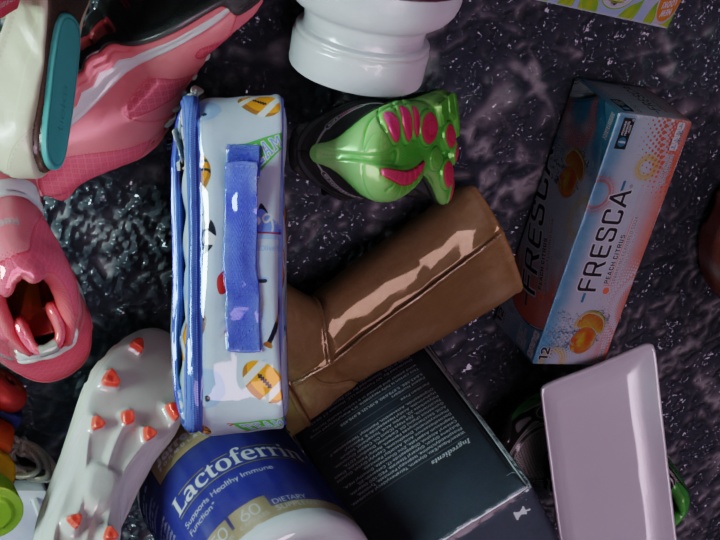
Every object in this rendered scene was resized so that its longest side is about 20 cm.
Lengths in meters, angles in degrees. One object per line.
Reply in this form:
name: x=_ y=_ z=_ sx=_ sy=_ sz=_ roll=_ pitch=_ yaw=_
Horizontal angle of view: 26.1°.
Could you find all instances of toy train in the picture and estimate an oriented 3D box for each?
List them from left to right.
toy train: x=-0.235 y=0.125 z=0.979 sx=0.199 sy=0.116 sz=0.085 roll=34 pitch=101 yaw=-37

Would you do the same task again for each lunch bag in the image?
lunch bag: x=-0.077 y=-0.006 z=0.904 sx=0.074 sy=0.160 sz=0.203 roll=-1 pitch=86 yaw=-5

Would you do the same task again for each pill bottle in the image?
pill bottle: x=-0.081 y=0.158 z=1.023 sx=0.114 sy=0.200 sz=0.117 roll=-13 pitch=121 yaw=-23
pill bottle: x=0.016 y=-0.211 z=0.908 sx=0.112 sy=0.113 sz=0.202 roll=-2 pitch=120 yaw=-26

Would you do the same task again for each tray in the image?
tray: x=0.186 y=0.160 z=1.175 sx=0.106 sy=0.022 sz=0.203 roll=-18 pitch=110 yaw=-23

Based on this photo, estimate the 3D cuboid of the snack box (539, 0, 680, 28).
snack box: x=0.164 y=-0.232 z=0.959 sx=0.199 sy=0.053 sz=0.143 roll=-5 pitch=126 yaw=-55

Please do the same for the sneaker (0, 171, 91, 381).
sneaker: x=-0.200 y=0.027 z=0.924 sx=0.073 sy=0.087 sz=0.201 roll=-24 pitch=149 yaw=-10

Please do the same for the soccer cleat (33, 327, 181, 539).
soccer cleat: x=-0.166 y=0.126 z=0.988 sx=0.069 sy=0.202 sz=0.077 roll=29 pitch=145 yaw=-18

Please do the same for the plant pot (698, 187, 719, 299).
plant pot: x=0.366 y=0.006 z=1.162 sx=0.198 sy=0.196 sz=0.203 roll=-13 pitch=124 yaw=-19

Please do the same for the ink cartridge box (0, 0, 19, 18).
ink cartridge box: x=-0.224 y=-0.236 z=0.753 sx=0.143 sy=0.084 sz=0.202 roll=20 pitch=113 yaw=3

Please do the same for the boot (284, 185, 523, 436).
boot: x=0.000 y=0.000 z=1.063 sx=0.199 sy=0.066 sz=0.176 roll=-33 pitch=132 yaw=-9

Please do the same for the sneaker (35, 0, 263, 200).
sneaker: x=-0.134 y=-0.116 z=0.928 sx=0.199 sy=0.074 sz=0.087 roll=-33 pitch=138 yaw=4

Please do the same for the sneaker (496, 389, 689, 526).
sneaker: x=0.188 y=0.152 z=1.230 sx=0.198 sy=0.085 sz=0.079 roll=17 pitch=110 yaw=-32

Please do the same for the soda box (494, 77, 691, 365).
soda box: x=0.165 y=-0.032 z=1.122 sx=0.068 sy=0.064 sz=0.202 roll=3 pitch=116 yaw=-28

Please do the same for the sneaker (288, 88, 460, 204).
sneaker: x=0.012 y=-0.081 z=0.977 sx=0.200 sy=0.083 sz=0.078 roll=-2 pitch=98 yaw=-71

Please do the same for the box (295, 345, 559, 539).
box: x=0.062 y=0.187 z=1.117 sx=0.123 sy=0.197 sz=0.201 roll=-32 pitch=127 yaw=-5

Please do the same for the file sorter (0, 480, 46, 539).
file sorter: x=-0.301 y=0.228 z=1.004 sx=0.198 sy=0.125 sz=0.140 roll=5 pitch=116 yaw=-28

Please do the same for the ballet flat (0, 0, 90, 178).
ballet flat: x=-0.179 y=-0.151 z=0.855 sx=0.069 sy=0.069 sz=0.203 roll=21 pitch=75 yaw=-34
